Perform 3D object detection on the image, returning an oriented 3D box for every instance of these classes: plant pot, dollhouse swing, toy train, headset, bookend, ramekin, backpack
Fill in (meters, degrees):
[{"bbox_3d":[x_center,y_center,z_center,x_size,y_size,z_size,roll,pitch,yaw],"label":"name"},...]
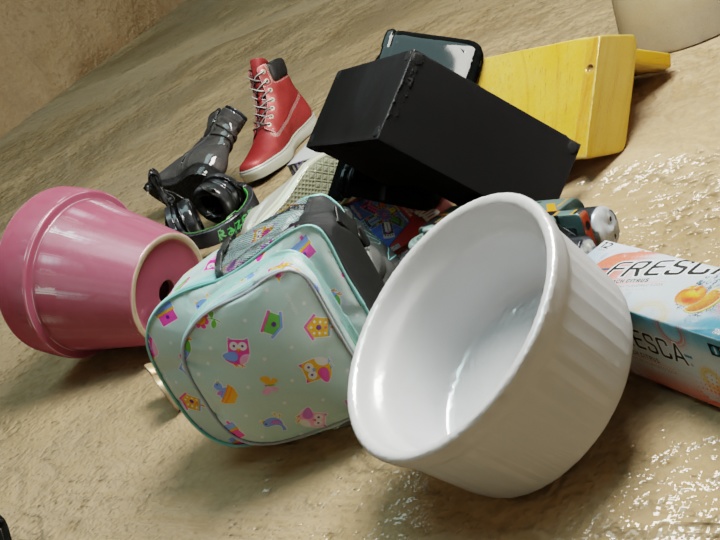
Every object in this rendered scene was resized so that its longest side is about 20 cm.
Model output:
[{"bbox_3d":[-0.286,0.009,1.268,0.178,0.201,0.200,7,40,31],"label":"plant pot"},{"bbox_3d":[0.365,-0.390,1.298,0.187,0.201,0.188,-24,24,11],"label":"plant pot"},{"bbox_3d":[0.227,-0.169,1.216,0.199,0.175,0.183,-1,77,47],"label":"dollhouse swing"},{"bbox_3d":[0.130,-0.021,0.973,0.199,0.086,0.114,-5,24,43],"label":"toy train"},{"bbox_3d":[-0.224,-0.092,1.498,0.123,0.094,0.200,-40,32,-24],"label":"headset"},{"bbox_3d":[0.077,-0.125,1.105,0.092,0.199,0.199,-67,21,-5],"label":"bookend"},{"bbox_3d":[0.090,0.057,0.754,0.200,0.098,0.201,-40,31,31],"label":"ramekin"},{"bbox_3d":[-0.077,0.058,0.924,0.199,0.176,0.153,-24,19,23],"label":"backpack"}]

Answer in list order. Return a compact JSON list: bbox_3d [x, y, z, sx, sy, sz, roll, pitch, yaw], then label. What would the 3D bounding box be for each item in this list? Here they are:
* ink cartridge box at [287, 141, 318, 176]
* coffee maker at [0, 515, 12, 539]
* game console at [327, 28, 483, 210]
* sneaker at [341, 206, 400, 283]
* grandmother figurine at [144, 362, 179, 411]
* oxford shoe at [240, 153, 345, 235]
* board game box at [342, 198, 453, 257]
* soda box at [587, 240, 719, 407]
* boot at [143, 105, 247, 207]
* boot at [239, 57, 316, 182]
[{"bbox_3d":[0.012,-0.166,1.438,0.199,0.050,0.109,-11,29,35],"label":"ink cartridge box"},{"bbox_3d":[-0.416,0.255,0.892,0.199,0.192,0.135,-21,41,23],"label":"coffee maker"},{"bbox_3d":[0.045,-0.159,1.257,0.175,0.116,0.201,13,78,22],"label":"game console"},{"bbox_3d":[0.000,0.000,1.080,0.076,0.079,0.200,-53,23,11],"label":"sneaker"},{"bbox_3d":[-0.121,0.061,1.119,0.200,0.061,0.121,-37,33,-11],"label":"grandmother figurine"},{"bbox_3d":[-0.077,-0.085,1.346,0.200,0.075,0.058,-47,30,-26],"label":"oxford shoe"},{"bbox_3d":[0.042,-0.061,1.227,0.103,0.020,0.200,-29,23,-2],"label":"board game box"},{"bbox_3d":[0.219,0.036,0.759,0.063,0.069,0.200,-36,23,-16],"label":"soda box"},{"bbox_3d":[-0.240,-0.168,1.638,0.200,0.070,0.132,-8,55,49],"label":"boot"},{"bbox_3d":[-0.148,-0.232,1.636,0.072,0.145,0.200,-11,30,33],"label":"boot"}]
